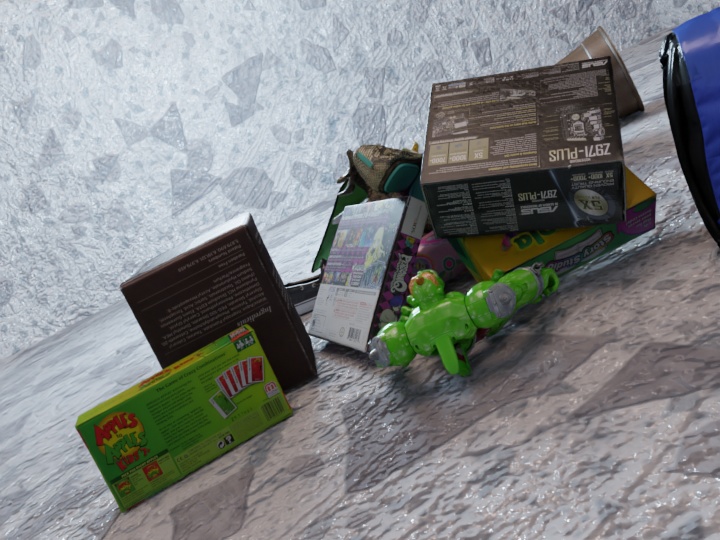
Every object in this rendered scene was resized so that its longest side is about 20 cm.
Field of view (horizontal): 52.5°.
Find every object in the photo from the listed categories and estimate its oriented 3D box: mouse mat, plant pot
[{"bbox_3d":[-0.017,-0.099,1.233,0.161,0.007,0.202,-42,-18,-48],"label":"mouse mat"},{"bbox_3d":[0.469,-0.379,1.564,0.196,0.202,0.200,-28,9,20],"label":"plant pot"}]

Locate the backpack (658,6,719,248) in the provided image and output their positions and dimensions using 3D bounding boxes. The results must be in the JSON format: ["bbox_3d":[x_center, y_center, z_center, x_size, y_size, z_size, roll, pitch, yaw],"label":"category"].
[{"bbox_3d":[0.369,-0.149,0.671,0.165,0.203,0.163,-21,11,20],"label":"backpack"}]

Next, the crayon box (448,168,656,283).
[{"bbox_3d":[0.197,-0.073,0.827,0.197,0.059,0.173,-27,44,-3],"label":"crayon box"}]

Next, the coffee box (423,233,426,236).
[{"bbox_3d":[0.095,-0.084,1.203,0.198,0.115,0.080,-18,13,36],"label":"coffee box"}]

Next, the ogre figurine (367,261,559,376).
[{"bbox_3d":[0.087,0.048,0.692,0.196,0.100,0.120,-5,-1,19],"label":"ogre figurine"}]

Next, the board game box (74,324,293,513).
[{"bbox_3d":[-0.182,0.151,0.768,0.198,0.103,0.048,-28,11,-14],"label":"board game box"}]

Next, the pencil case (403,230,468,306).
[{"bbox_3d":[0.106,-0.021,0.970,0.198,0.089,0.087,-29,12,-13],"label":"pencil case"}]

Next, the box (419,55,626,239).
[{"bbox_3d":[0.172,-0.129,0.774,0.196,0.087,0.166,-5,49,17],"label":"box"}]

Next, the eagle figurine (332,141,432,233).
[{"bbox_3d":[0.066,-0.109,1.059,0.152,0.198,0.152,-46,-18,-40],"label":"eagle figurine"}]

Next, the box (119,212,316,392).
[{"bbox_3d":[-0.169,0.057,0.913,0.162,0.203,0.166,-25,11,-3],"label":"box"}]

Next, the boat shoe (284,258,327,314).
[{"bbox_3d":[-0.055,0.013,1.208,0.197,0.067,0.070,-23,11,13],"label":"boat shoe"}]

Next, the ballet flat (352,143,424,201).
[{"bbox_3d":[0.051,-0.124,0.890,0.068,0.075,0.199,-56,-23,16],"label":"ballet flat"}]

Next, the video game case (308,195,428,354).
[{"bbox_3d":[0.004,0.005,0.903,0.035,0.185,0.199,18,-7,-22],"label":"video game case"}]
